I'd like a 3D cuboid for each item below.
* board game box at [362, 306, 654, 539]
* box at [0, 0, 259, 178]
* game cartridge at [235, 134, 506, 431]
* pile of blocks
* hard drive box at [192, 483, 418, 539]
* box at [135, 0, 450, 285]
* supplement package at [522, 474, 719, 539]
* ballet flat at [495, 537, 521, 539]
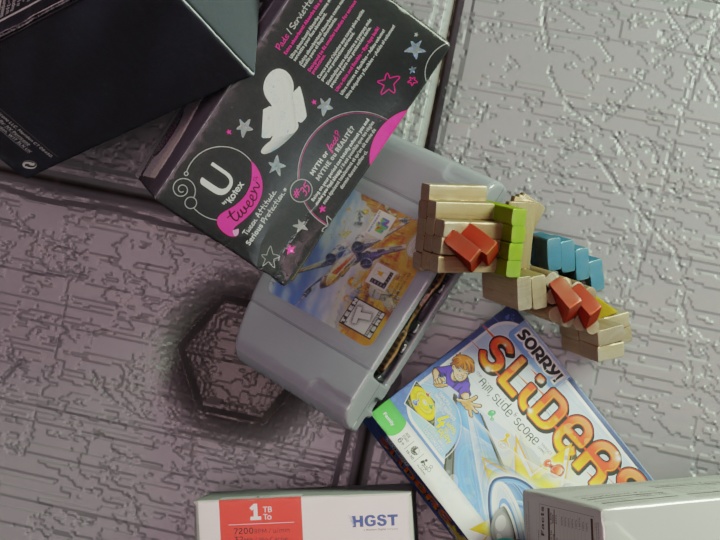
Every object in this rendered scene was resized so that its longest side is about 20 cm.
[{"bbox_3d":[0.116,0.142,1.022,0.135,0.034,0.200,-37,84,-17],"label":"board game box"},{"bbox_3d":[-0.176,-0.197,0.976,0.198,0.123,0.200,-21,48,26],"label":"box"},{"bbox_3d":[0.000,0.000,1.029,0.133,0.042,0.200,28,82,32],"label":"game cartridge"},{"bbox_3d":[0.126,-0.001,0.984,0.200,0.062,0.082,28,87,-29],"label":"pile of blocks"},{"bbox_3d":[-0.034,0.256,1.027,0.155,0.077,0.201,-4,86,4],"label":"hard drive box"},{"bbox_3d":[-0.054,-0.112,1.012,0.115,0.132,0.200,35,90,-19],"label":"box"},{"bbox_3d":[0.220,0.218,0.950,0.200,0.111,0.156,-2,88,-20],"label":"supplement package"},{"bbox_3d":[0.048,0.263,0.960,0.200,0.068,0.075,-41,116,-7],"label":"ballet flat"}]
